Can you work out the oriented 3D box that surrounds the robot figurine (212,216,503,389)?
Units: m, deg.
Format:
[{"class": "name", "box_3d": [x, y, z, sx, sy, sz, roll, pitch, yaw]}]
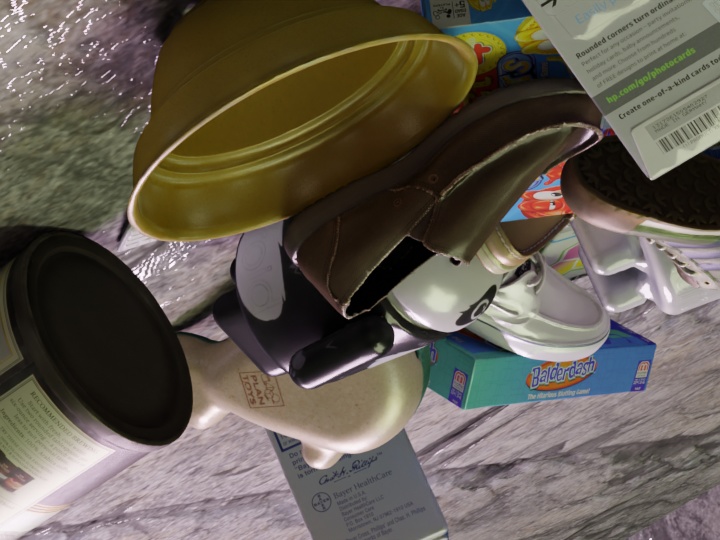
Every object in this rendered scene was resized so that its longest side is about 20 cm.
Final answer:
[{"class": "robot figurine", "box_3d": [0.001, 0.002, 1.405, 0.199, 0.151, 0.124, -24, 159, 34]}]

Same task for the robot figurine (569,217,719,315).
[{"class": "robot figurine", "box_3d": [0.241, -0.043, 1.441, 0.199, 0.113, 0.170, -22, 141, 2]}]

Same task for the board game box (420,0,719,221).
[{"class": "board game box", "box_3d": [0.137, -0.111, 1.237, 0.195, 0.056, 0.200, -8, 148, 3]}]

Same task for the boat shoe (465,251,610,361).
[{"class": "boat shoe", "box_3d": [0.104, 0.009, 1.583, 0.199, 0.074, 0.065, 16, 142, -20]}]

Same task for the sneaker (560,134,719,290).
[{"class": "sneaker", "box_3d": [0.200, -0.022, 1.268, 0.199, 0.067, 0.090, 3, 141, -20]}]

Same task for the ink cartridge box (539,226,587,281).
[{"class": "ink cartridge box", "box_3d": [0.153, -0.029, 1.680, 0.103, 0.060, 0.200, -18, 161, -26]}]

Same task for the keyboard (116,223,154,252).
[{"class": "keyboard", "box_3d": [-0.061, -0.051, 1.385, 0.199, 0.011, 0.056, -19, 162, -22]}]

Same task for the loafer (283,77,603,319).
[{"class": "loafer", "box_3d": [0.055, -0.035, 1.195, 0.199, 0.071, 0.073, -32, 157, 18]}]

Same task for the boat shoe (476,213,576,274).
[{"class": "boat shoe", "box_3d": [0.129, -0.074, 1.374, 0.066, 0.074, 0.200, -16, -152, 41]}]

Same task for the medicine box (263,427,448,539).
[{"class": "medicine box", "box_3d": [-0.011, 0.159, 1.757, 0.102, 0.201, 0.182, -22, 163, -4]}]

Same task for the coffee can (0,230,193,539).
[{"class": "coffee can", "box_3d": [-0.224, 0.088, 1.328, 0.200, 0.147, 0.146, -33, 162, 24]}]

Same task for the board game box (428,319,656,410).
[{"class": "board game box", "box_3d": [0.109, 0.053, 1.690, 0.199, 0.152, 0.045, -4, 113, -41]}]

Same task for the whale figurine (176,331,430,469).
[{"class": "whale figurine", "box_3d": [-0.042, 0.064, 1.565, 0.199, 0.160, 0.104, -9, -161, 28]}]

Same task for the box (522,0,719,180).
[{"class": "box", "box_3d": [0.161, -0.163, 1.102, 0.155, 0.041, 0.200, -31, 118, 17]}]

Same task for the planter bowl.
[{"class": "planter bowl", "box_3d": [-0.045, -0.100, 1.133, 0.199, 0.084, 0.201, -23, 163, -8]}]
